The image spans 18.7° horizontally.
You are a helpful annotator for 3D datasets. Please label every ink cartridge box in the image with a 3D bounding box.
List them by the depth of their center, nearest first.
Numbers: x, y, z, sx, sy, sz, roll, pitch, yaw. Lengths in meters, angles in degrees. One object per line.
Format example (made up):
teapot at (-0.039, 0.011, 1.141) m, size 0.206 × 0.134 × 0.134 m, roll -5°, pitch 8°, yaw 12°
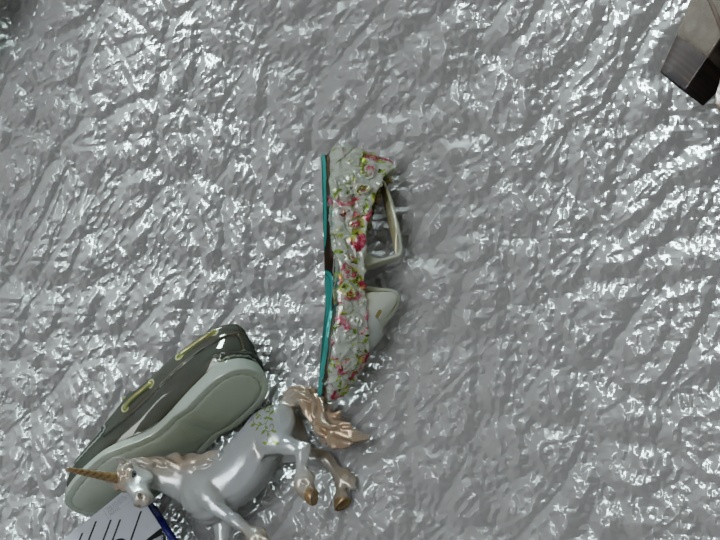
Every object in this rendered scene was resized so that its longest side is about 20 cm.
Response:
ink cartridge box at (-0.225, 0.260, 1.676) m, size 0.200 × 0.044 × 0.094 m, roll -38°, pitch 38°, yaw -3°

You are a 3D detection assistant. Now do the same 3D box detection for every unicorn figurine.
unicorn figurine at (-0.097, 0.160, 1.654) m, size 0.200 × 0.074 × 0.137 m, roll -33°, pitch 59°, yaw -14°

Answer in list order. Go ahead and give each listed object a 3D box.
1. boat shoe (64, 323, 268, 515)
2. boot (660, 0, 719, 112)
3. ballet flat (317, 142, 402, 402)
boat shoe at (-0.156, 0.119, 1.711) m, size 0.202 × 0.072 × 0.060 m, roll -39°, pitch 46°, yaw 20°
boot at (0.302, -0.155, 1.501) m, size 0.146 × 0.070 × 0.200 m, roll -51°, pitch 56°, yaw 7°
ballet flat at (0.000, 0.000, 1.651) m, size 0.064 × 0.076 × 0.200 m, roll 2°, pitch 80°, yaw -2°
